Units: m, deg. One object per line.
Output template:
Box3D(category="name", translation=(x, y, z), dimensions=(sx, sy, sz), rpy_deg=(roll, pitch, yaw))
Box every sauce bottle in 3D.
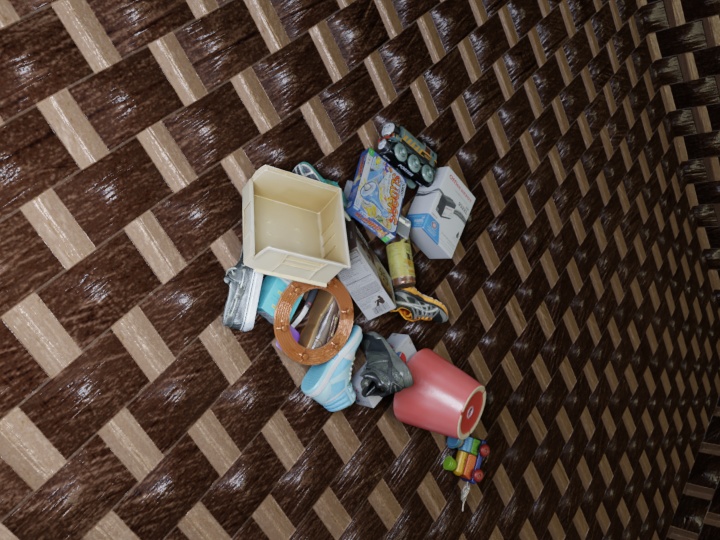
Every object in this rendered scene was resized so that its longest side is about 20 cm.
Box3D(category="sauce bottle", translation=(0.095, -0.057, 1.566), dimensions=(0.065, 0.066, 0.203), rpy_deg=(5, 71, -42))

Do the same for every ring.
Box3D(category="ring", translation=(-0.095, 0.105, 1.358), dimensions=(0.198, 0.019, 0.203), rpy_deg=(-3, 96, -35))

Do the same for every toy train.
Box3D(category="toy train", translation=(0.277, 0.558, 1.753), dimensions=(0.115, 0.084, 0.202), rpy_deg=(28, 71, -28))
Box3D(category="toy train", translation=(0.121, -0.294, 1.608), dimensions=(0.199, 0.085, 0.115), rpy_deg=(30, 58, -37))

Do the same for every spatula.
Box3D(category="spatula", translation=(-0.130, 0.095, 1.408), dimensions=(0.056, 0.020, 0.201), rpy_deg=(43, 61, -32))

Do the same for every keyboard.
Box3D(category="keyboard", translation=(0.043, -0.147, 1.528), dimensions=(0.199, 0.011, 0.057), rpy_deg=(32, 55, -19))

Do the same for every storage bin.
Box3D(category="storage bin", translation=(-0.136, -0.090, 1.285), dimensions=(0.197, 0.094, 0.202), rpy_deg=(14, 54, -31))

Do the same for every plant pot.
Box3D(category="plant pot", translation=(0.206, 0.321, 1.579), dimensions=(0.200, 0.176, 0.203), rpy_deg=(-30, 130, -43))

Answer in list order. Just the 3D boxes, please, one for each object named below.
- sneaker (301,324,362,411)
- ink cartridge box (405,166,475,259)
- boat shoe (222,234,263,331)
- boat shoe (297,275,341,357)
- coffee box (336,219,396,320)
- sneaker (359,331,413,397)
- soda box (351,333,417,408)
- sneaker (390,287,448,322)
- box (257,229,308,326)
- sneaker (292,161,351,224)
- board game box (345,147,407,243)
Box3D(category="sneaker", translation=(-0.040, 0.235, 1.457), dimensions=(0.201, 0.079, 0.131), rpy_deg=(-51, 120, -19))
Box3D(category="ink cartridge box", translation=(0.212, -0.154, 1.685), dimensions=(0.145, 0.083, 0.202), rpy_deg=(41, 63, -35))
Box3D(category="boat shoe", translation=(-0.240, 0.019, 1.271), dimensions=(0.070, 0.072, 0.203), rpy_deg=(11, 74, -25))
Box3D(category="boat shoe", translation=(-0.080, 0.112, 1.424), dimensions=(0.070, 0.070, 0.202), rpy_deg=(30, 78, -31))
Box3D(category="coffee box", translation=(0.000, 0.000, 1.448), dimensions=(0.201, 0.079, 0.114), rpy_deg=(56, 16, -33))
Box3D(category="sneaker", translation=(0.029, 0.220, 1.462), dimensions=(0.113, 0.200, 0.077), rpy_deg=(-23, 130, -16))
Box3D(category="soda box", translation=(0.057, 0.244, 1.554), dimensions=(0.200, 0.063, 0.069), rpy_deg=(-44, 118, -35))
Box3D(category="sneaker", translation=(0.146, 0.099, 1.634), dimensions=(0.199, 0.078, 0.078), rpy_deg=(27, 71, -28))
Box3D(category="box", translation=(-0.155, 0.015, 1.366), dimensions=(0.082, 0.049, 0.202), rpy_deg=(41, 64, -35))
Box3D(category="sneaker", translation=(-0.085, -0.176, 1.430), dimensions=(0.200, 0.077, 0.080), rpy_deg=(48, 42, -39))
Box3D(category="board game box", translation=(0.041, -0.182, 1.502), dimensions=(0.135, 0.034, 0.202), rpy_deg=(36, 47, -26))
